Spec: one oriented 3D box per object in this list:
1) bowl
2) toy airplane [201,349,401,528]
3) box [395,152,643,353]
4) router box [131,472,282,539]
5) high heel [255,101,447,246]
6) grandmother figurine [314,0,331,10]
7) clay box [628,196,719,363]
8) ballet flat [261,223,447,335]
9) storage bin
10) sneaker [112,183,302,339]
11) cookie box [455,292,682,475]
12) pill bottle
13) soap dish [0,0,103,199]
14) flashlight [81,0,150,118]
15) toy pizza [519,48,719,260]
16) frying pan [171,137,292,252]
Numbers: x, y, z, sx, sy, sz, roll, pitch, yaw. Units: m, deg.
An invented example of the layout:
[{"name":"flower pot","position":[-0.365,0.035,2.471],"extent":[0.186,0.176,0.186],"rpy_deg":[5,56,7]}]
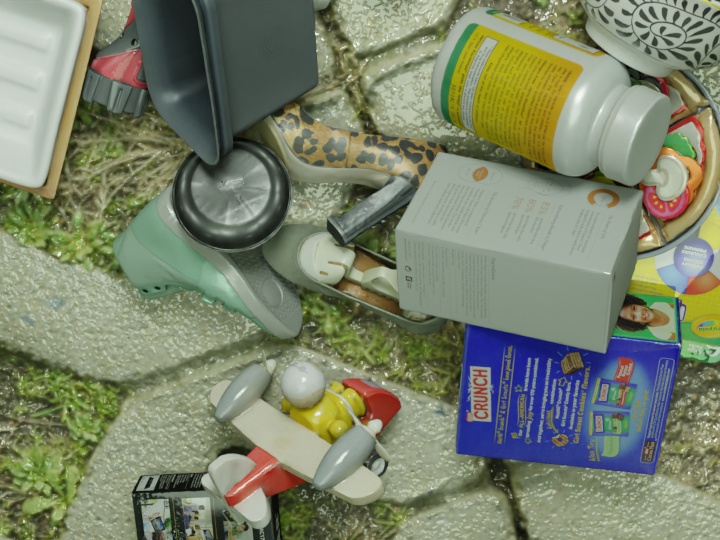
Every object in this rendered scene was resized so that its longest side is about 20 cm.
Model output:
[{"name":"bowl","position":[0.257,-0.234,1.212],"extent":[0.199,0.201,0.095],"rpy_deg":[30,118,-3]},{"name":"toy airplane","position":[-0.065,0.156,1.334],"extent":[0.198,0.200,0.143],"rpy_deg":[2,115,7]},{"name":"box","position":[0.145,-0.019,1.262],"extent":[0.198,0.125,0.098],"rpy_deg":[12,133,18]},{"name":"router box","position":[-0.156,0.315,1.459],"extent":[0.147,0.051,0.202],"rpy_deg":[-3,104,4]},{"name":"high heel","position":[-0.015,-0.138,1.340],"extent":[0.142,0.071,0.201],"rpy_deg":[-34,82,-15]},{"name":"grandmother figurine","position":[-0.067,-0.339,1.279],"extent":[0.120,0.061,0.202],"rpy_deg":[-19,105,3]},{"name":"clay box","position":[0.318,-0.008,1.331],"extent":[0.114,0.048,0.202],"rpy_deg":[10,104,5]},{"name":"ballet flat","position":[0.000,0.000,1.352],"extent":[0.198,0.064,0.068],"rpy_deg":[25,70,-4]},{"name":"storage bin","position":[-0.120,-0.223,1.244],"extent":[0.134,0.145,0.201],"rpy_deg":[-29,141,-24]},{"name":"sneaker","position":[-0.154,0.009,1.379],"extent":[0.118,0.074,0.200],"rpy_deg":[-31,115,35]},{"name":"cookie box","position":[0.196,0.102,1.330],"extent":[0.198,0.076,0.172],"rpy_deg":[6,127,5]},{"name":"pill bottle","position":[0.172,-0.152,1.238],"extent":[0.199,0.112,0.114],"rpy_deg":[27,108,26]},{"name":"soap dish","position":[-0.340,-0.190,1.330],"extent":[0.156,0.081,0.202],"rpy_deg":[18,106,1]},{"name":"flashlight","position":[-0.208,-0.250,1.314],"extent":[0.067,0.068,0.202],"rpy_deg":[16,102,-15]},{"name":"toy pizza","position":[0.241,-0.107,1.290],"extent":[0.198,0.032,0.203],"rpy_deg":[5,101,25]},{"name":"frying pan","position":[-0.114,-0.110,1.308],"extent":[0.114,0.031,0.192],"rpy_deg":[10,74,1]}]
